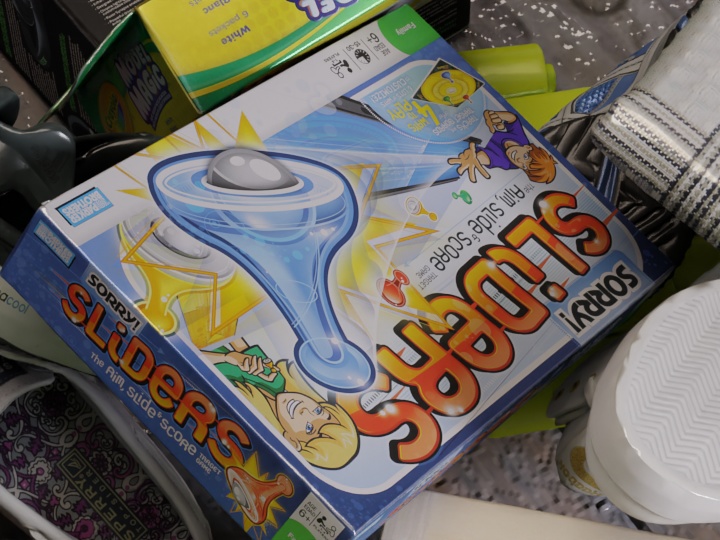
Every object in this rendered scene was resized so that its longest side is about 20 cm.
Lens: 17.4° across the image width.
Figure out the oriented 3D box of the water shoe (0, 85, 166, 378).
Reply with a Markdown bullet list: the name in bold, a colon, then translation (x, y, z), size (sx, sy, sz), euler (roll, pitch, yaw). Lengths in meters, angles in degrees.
- **water shoe**: translation (-0.069, -0.003, 0.803), size (0.071, 0.200, 0.079), euler (36, 98, 32)

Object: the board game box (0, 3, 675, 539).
- **board game box**: translation (0.000, 0.000, 0.757), size (0.135, 0.034, 0.200), euler (45, 42, 8)

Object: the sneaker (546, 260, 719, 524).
- **sneaker**: translation (0.103, 0.053, 0.779), size (0.074, 0.116, 0.200), euler (48, 34, 5)

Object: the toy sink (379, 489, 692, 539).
- **toy sink**: translation (0.097, 0.158, 0.745), size (0.200, 0.130, 0.112), euler (10, 54, 9)

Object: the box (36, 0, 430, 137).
- **box**: translation (-0.023, -0.096, 0.848), size (0.200, 0.117, 0.048), euler (-31, 91, -20)

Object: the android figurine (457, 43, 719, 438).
- **android figurine**: translation (0.051, -0.013, 0.927), size (0.200, 0.041, 0.182), euler (-7, 54, -7)

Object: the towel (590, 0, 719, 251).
- **towel**: translation (0.197, -0.039, 0.802), size (0.193, 0.035, 0.200), euler (40, 47, 6)

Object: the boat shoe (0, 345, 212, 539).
- **boat shoe**: translation (-0.127, 0.044, 0.815), size (0.072, 0.069, 0.200), euler (-40, 95, -15)

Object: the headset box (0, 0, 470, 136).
- **headset box**: translation (-0.080, -0.152, 0.997), size (0.174, 0.093, 0.200), euler (-32, 59, -21)

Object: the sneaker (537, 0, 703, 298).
- **sneaker**: translation (0.099, -0.031, 0.880), size (0.200, 0.077, 0.076), euler (-38, 87, -9)
